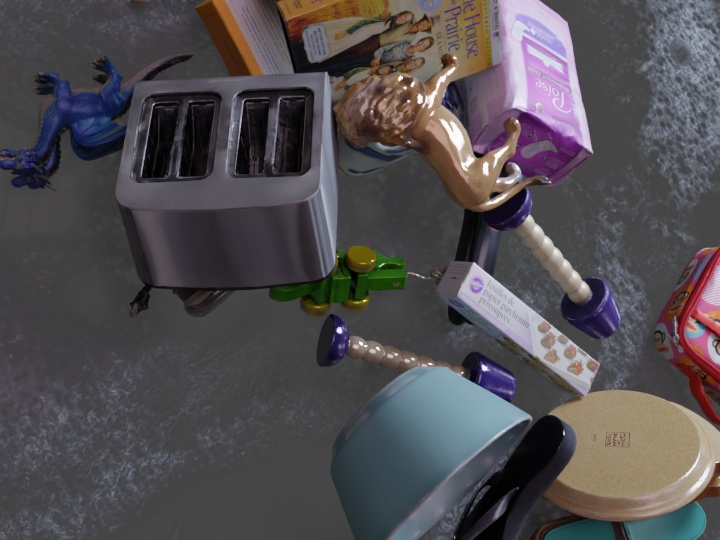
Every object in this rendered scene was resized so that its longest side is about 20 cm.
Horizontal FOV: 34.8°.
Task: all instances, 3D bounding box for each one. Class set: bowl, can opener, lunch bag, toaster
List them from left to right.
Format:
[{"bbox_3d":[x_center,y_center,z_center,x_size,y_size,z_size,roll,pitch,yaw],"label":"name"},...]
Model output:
[{"bbox_3d":[-0.112,-0.075,0.994,0.178,0.119,0.202,-2,53,5],"label":"toaster"},{"bbox_3d":[0.049,0.164,1.042,0.200,0.202,0.105,-35,70,-23],"label":"bowl"},{"bbox_3d":[0.126,-0.042,1.169,0.078,0.063,0.203,18,72,-16],"label":"can opener"},{"bbox_3d":[0.418,0.085,1.243,0.199,0.082,0.177,37,72,-7],"label":"lunch bag"}]

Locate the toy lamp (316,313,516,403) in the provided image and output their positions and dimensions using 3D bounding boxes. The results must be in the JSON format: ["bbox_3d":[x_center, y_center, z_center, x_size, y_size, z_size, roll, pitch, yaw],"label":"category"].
[{"bbox_3d":[0.057,0.093,1.118,0.197,0.058,0.059,14,73,-16],"label":"toy lamp"}]

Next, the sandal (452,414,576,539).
[{"bbox_3d":[0.127,0.220,1.082,0.043,0.076,0.202,31,90,-23],"label":"sandal"}]

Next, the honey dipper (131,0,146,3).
[{"bbox_3d":[-0.132,-0.278,1.142,0.197,0.038,0.039,-8,80,-22],"label":"honey dipper"}]

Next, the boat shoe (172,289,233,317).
[{"bbox_3d":[-0.104,-0.044,1.080,0.073,0.074,0.200,47,67,-3],"label":"boat shoe"}]

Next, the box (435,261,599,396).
[{"bbox_3d":[0.158,0.059,1.139,0.199,0.041,0.039,37,73,-29],"label":"box"}]

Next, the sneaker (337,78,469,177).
[{"bbox_3d":[0.064,-0.156,1.160,0.199,0.088,0.076,-30,87,-25],"label":"sneaker"}]

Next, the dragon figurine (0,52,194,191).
[{"bbox_3d":[-0.241,-0.138,1.059,0.198,0.059,0.101,-17,84,-22],"label":"dragon figurine"}]

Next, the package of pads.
[{"bbox_3d":[0.164,-0.196,1.171,0.119,0.076,0.202,21,49,-29],"label":"package of pads"}]

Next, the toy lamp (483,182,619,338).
[{"bbox_3d":[0.198,-0.002,1.153,0.200,0.058,0.059,44,65,-30],"label":"toy lamp"}]

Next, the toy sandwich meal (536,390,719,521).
[{"bbox_3d":[0.258,0.191,1.126,0.203,0.205,0.071,-24,123,-23],"label":"toy sandwich meal"}]

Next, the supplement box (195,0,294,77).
[{"bbox_3d":[-0.043,-0.251,1.122,0.199,0.073,0.127,-33,107,-15],"label":"supplement box"}]

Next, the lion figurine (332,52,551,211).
[{"bbox_3d":[0.076,-0.113,1.040,0.200,0.073,0.123,41,57,-1],"label":"lion figurine"}]

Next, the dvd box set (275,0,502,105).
[{"bbox_3d":[0.032,-0.215,1.047,0.198,0.147,0.030,-21,54,-6],"label":"dvd box set"}]

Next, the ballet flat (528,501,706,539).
[{"bbox_3d":[0.245,0.263,1.138,0.197,0.072,0.069,-11,76,-23],"label":"ballet flat"}]

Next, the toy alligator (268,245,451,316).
[{"bbox_3d":[0.000,0.000,1.122,0.197,0.060,0.054,-7,40,-21],"label":"toy alligator"}]
